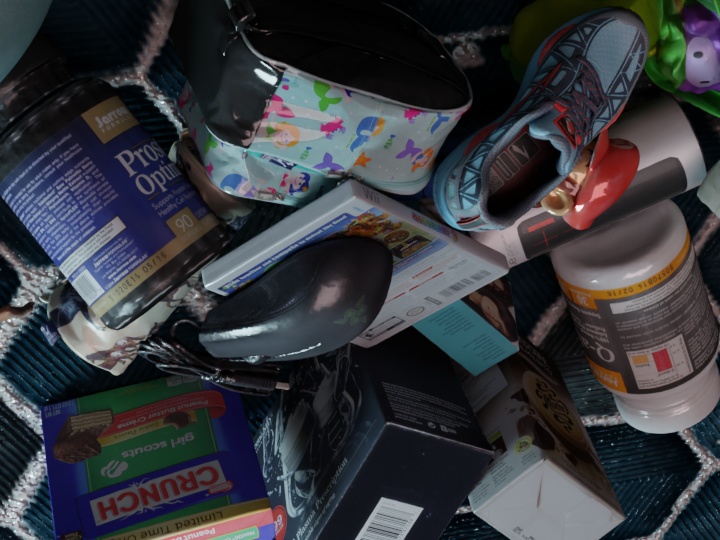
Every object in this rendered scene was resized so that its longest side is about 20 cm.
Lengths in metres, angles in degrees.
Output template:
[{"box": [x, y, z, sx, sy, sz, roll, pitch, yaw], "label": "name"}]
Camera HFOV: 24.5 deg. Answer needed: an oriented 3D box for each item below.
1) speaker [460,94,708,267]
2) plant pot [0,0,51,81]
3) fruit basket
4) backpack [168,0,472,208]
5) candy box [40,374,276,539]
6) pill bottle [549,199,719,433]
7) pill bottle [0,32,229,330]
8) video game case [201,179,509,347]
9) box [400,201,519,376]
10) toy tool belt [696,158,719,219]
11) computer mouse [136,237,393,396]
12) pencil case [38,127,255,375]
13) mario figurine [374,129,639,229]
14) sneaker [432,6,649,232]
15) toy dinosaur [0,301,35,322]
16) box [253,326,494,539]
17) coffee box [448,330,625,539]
[{"box": [0.174, -0.068, 1.345, 0.200, 0.081, 0.081, -23, 126, 1], "label": "speaker"}, {"box": [-0.270, -0.212, 1.073, 0.135, 0.200, 0.200, -39, 133, -31], "label": "plant pot"}, {"box": [0.214, -0.194, 1.242, 0.215, 0.155, 0.216, -14, 119, -26], "label": "fruit basket"}, {"box": [-0.028, -0.130, 1.187, 0.200, 0.178, 0.151, 5, 125, -27], "label": "backpack"}, {"box": [-0.165, 0.175, 1.338, 0.169, 0.200, 0.077, -14, 126, -7], "label": "candy box"}, {"box": [0.241, 0.038, 1.413, 0.116, 0.116, 0.200, -24, 126, 1], "label": "pill bottle"}, {"box": [-0.195, -0.065, 1.181, 0.112, 0.112, 0.200, -38, 93, 11], "label": "pill bottle"}, {"box": [0.000, 0.000, 1.227, 0.143, 0.018, 0.200, -29, 150, 27], "label": "video game case"}, {"box": [0.048, -0.003, 1.346, 0.049, 0.082, 0.200, -33, 127, 26], "label": "box"}, {"box": [0.362, -0.098, 1.309, 0.200, 0.125, 0.123, -25, 146, -47], "label": "toy tool belt"}, {"box": [-0.052, 0.045, 1.208, 0.200, 0.053, 0.138, -34, 146, 32], "label": "computer mouse"}, {"box": [-0.164, -0.014, 1.286, 0.089, 0.078, 0.200, 40, 108, -5], "label": "pencil case"}, {"box": [0.113, -0.097, 1.265, 0.200, 0.124, 0.106, 4, 163, 10], "label": "mario figurine"}, {"box": [0.141, -0.099, 1.165, 0.079, 0.096, 0.200, 40, 90, -17], "label": "sneaker"}, {"box": [-0.349, 0.034, 1.270, 0.200, 0.086, 0.136, -31, 117, 27], "label": "toy dinosaur"}, {"box": [-0.002, 0.157, 1.384, 0.104, 0.182, 0.200, 18, 116, -25], "label": "box"}, {"box": [0.133, 0.137, 1.397, 0.080, 0.200, 0.113, -41, 125, 17], "label": "coffee box"}]
